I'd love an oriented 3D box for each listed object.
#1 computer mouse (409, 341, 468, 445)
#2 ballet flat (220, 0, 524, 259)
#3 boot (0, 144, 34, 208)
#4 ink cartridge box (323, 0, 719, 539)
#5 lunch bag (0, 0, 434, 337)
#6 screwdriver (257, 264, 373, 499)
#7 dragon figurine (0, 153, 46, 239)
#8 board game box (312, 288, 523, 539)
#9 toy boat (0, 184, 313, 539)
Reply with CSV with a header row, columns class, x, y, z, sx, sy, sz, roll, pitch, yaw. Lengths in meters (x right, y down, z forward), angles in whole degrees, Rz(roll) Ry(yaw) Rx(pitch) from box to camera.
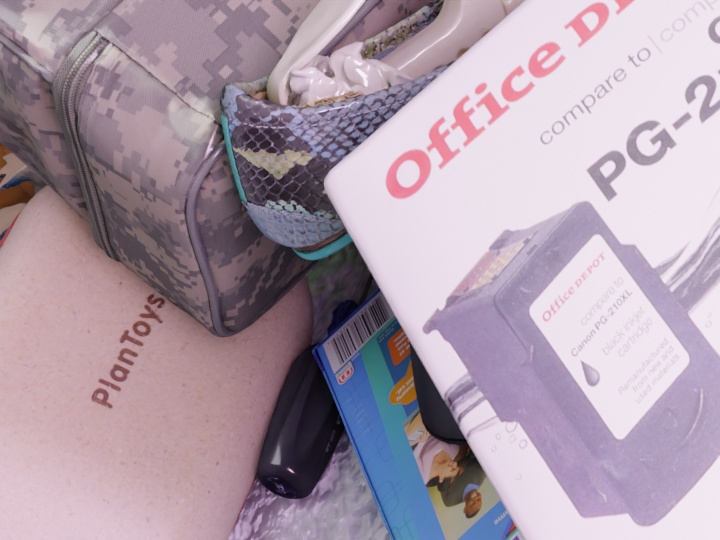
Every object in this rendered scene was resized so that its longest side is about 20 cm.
class,x,y,z,sx,sy,sz,roll,pitch,yaw
computer mouse,0.046,-0.037,0.591,0.140,0.046,0.201,-3,49,53
ballet flat,0.043,-0.083,0.553,0.200,0.074,0.074,-37,25,-11
boot,-0.202,-0.053,1.056,0.154,0.074,0.201,-2,66,36
ink cartridge box,0.100,0.015,0.420,0.145,0.084,0.200,-40,54,13
lunch bag,-0.050,-0.104,0.668,0.200,0.167,0.140,-47,-19,-19
screwdriver,0.000,0.000,0.722,0.028,0.029,0.201,-17,45,44
dragon figurine,-0.104,-0.024,0.858,0.199,0.099,0.059,-26,47,26
board game box,0.070,0.033,0.566,0.152,0.045,0.200,-43,26,9
toy boat,-0.107,0.067,0.728,0.131,0.130,0.201,118,177,-57
